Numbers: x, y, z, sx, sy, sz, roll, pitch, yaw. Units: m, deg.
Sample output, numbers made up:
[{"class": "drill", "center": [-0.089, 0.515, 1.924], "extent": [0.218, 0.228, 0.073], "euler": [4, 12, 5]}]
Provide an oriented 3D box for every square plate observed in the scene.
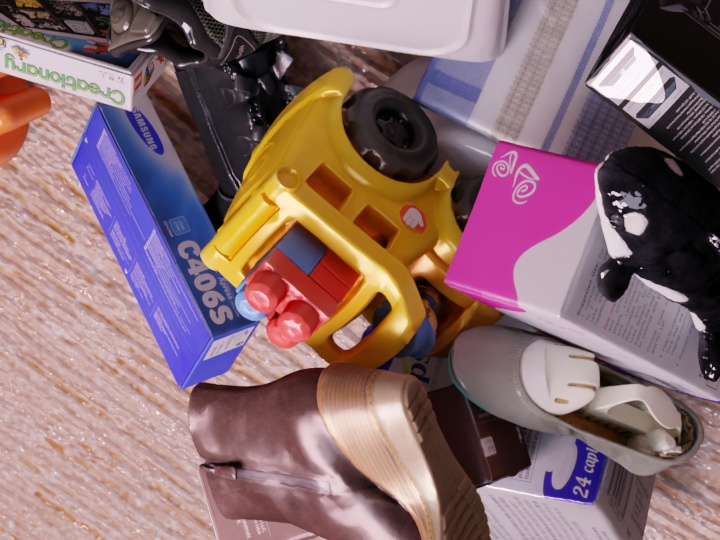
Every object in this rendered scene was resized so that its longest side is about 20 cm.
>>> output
[{"class": "square plate", "center": [-0.003, -0.187, 1.392], "extent": [0.197, 0.029, 0.200], "euler": [8, 154, 2]}]

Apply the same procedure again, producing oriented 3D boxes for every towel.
[{"class": "towel", "center": [0.151, -0.136, 1.484], "extent": [0.199, 0.024, 0.147], "euler": [23, 93, 7]}]

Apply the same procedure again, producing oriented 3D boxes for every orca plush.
[{"class": "orca plush", "center": [0.202, 0.002, 1.364], "extent": [0.071, 0.105, 0.200], "euler": [36, 156, 41]}]

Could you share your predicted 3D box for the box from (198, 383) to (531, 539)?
[{"class": "box", "center": [0.003, 0.132, 1.531], "extent": [0.199, 0.100, 0.075], "euler": [-17, 86, 19]}]

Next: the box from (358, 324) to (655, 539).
[{"class": "box", "center": [0.102, 0.128, 1.658], "extent": [0.199, 0.105, 0.184], "euler": [9, 162, 19]}]

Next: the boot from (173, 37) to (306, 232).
[{"class": "boot", "center": [-0.094, -0.085, 1.659], "extent": [0.198, 0.073, 0.163], "euler": [-5, 111, 56]}]

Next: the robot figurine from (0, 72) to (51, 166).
[{"class": "robot figurine", "center": [-0.330, -0.122, 1.720], "extent": [0.200, 0.117, 0.144], "euler": [-13, 140, 32]}]

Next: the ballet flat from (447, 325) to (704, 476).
[{"class": "ballet flat", "center": [0.146, 0.078, 1.487], "extent": [0.200, 0.068, 0.064], "euler": [26, 147, -34]}]

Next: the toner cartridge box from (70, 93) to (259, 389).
[{"class": "toner cartridge box", "center": [-0.145, -0.023, 1.674], "extent": [0.200, 0.043, 0.095], "euler": [63, 151, 15]}]

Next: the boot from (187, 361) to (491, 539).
[{"class": "boot", "center": [-0.012, 0.151, 1.459], "extent": [0.166, 0.072, 0.201], "euler": [-7, 111, 31]}]

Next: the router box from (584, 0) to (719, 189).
[{"class": "router box", "center": [0.237, -0.131, 1.379], "extent": [0.157, 0.200, 0.052], "euler": [37, 133, -4]}]

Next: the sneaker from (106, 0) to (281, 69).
[{"class": "sneaker", "center": [-0.145, -0.219, 1.538], "extent": [0.200, 0.114, 0.076], "euler": [55, 148, 0]}]

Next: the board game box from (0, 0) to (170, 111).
[{"class": "board game box", "center": [-0.224, -0.184, 1.611], "extent": [0.199, 0.126, 0.035], "euler": [18, 131, 13]}]

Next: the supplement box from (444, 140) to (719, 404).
[{"class": "supplement box", "center": [0.162, 0.003, 1.462], "extent": [0.101, 0.104, 0.200], "euler": [18, 175, 43]}]

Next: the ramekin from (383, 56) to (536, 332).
[{"class": "ramekin", "center": [0.081, -0.046, 1.590], "extent": [0.200, 0.098, 0.201], "euler": [13, 129, 16]}]

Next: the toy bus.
[{"class": "toy bus", "center": [0.000, 0.000, 1.471], "extent": [0.200, 0.192, 0.136], "euler": [40, 130, -8]}]
